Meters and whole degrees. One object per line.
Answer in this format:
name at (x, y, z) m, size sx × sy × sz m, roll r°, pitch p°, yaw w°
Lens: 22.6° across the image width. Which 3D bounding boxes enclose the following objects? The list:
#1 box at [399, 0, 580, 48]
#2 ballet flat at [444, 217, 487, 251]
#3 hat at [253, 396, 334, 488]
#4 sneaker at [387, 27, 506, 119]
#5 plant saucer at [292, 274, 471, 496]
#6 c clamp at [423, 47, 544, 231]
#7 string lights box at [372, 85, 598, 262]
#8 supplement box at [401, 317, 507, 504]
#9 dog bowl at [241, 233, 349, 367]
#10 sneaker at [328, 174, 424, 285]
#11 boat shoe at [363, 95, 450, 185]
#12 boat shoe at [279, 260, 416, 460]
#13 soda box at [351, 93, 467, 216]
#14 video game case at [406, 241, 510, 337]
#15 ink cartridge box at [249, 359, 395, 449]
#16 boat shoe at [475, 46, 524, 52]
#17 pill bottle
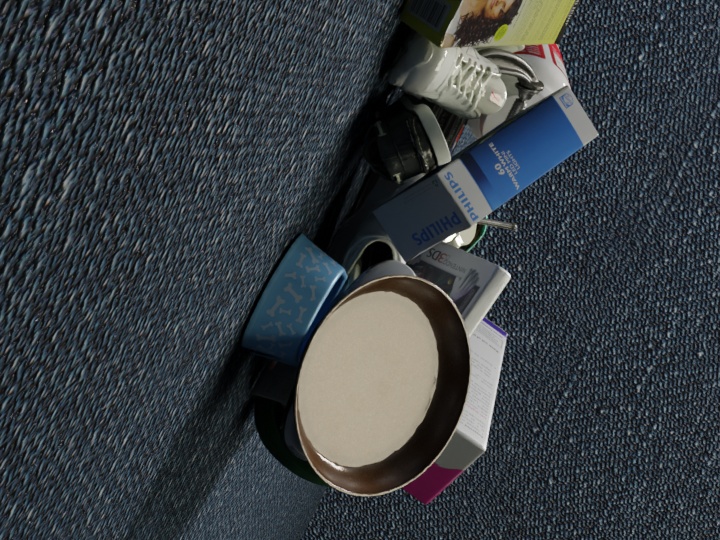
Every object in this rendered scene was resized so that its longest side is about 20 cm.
box at (0.117, -0.231, 1.514) m, size 0.200 × 0.050 × 0.075 m, roll -14°, pitch 135°, yaw -54°
ballet flat at (0.066, -0.016, 1.892) m, size 0.200 × 0.067 × 0.070 m, roll -44°, pitch -168°, yaw -34°
hat at (-0.047, 0.201, 1.910) m, size 0.200 × 0.166 × 0.176 m, roll -55°, pitch 172°, yaw -47°
sneaker at (0.084, -0.176, 1.576) m, size 0.078 × 0.099 × 0.200 m, roll -62°, pitch 175°, yaw 7°
plant saucer at (0.015, 0.100, 1.591) m, size 0.032 × 0.200 × 0.200 m, roll 16°, pitch -107°, yaw 51°
c clamp at (0.119, -0.127, 1.755) m, size 0.171 × 0.027 × 0.200 m, roll -1°, pitch 125°, yaw -37°
string lights box at (0.116, -0.089, 1.636) m, size 0.200 × 0.059 × 0.103 m, roll -35°, pitch -176°, yaw -39°
supplement box at (0.072, 0.124, 1.832) m, size 0.101 × 0.103 × 0.200 m, roll -47°, pitch -164°, yaw 32°
dog bowl at (-0.054, 0.034, 1.605) m, size 0.112 × 0.050 × 0.200 m, roll -61°, pitch 174°, yaw -5°
sneaker at (0.000, 0.000, 1.732) m, size 0.200 × 0.074 × 0.116 m, roll 116°, pitch -2°, yaw -48°
boat shoe at (0.031, -0.114, 1.613) m, size 0.060 × 0.076 × 0.200 m, roll -22°, pitch -179°, yaw -5°
boat shoe at (-0.015, 0.081, 1.635) m, size 0.200 × 0.070 × 0.066 m, roll -65°, pitch -162°, yaw -11°
soda box at (0.056, -0.117, 1.813) m, size 0.200 × 0.063 × 0.071 m, roll -64°, pitch 175°, yaw 31°
video game case at (0.044, 0.063, 1.760) m, size 0.200 × 0.023 × 0.182 m, roll -56°, pitch -154°, yaw -4°
ink cartridge box at (-0.017, 0.099, 1.725) m, size 0.200 × 0.050 × 0.109 m, roll 9°, pitch -114°, yaw 57°
boat shoe at (0.117, -0.240, 1.730) m, size 0.202 × 0.072 × 0.060 m, roll -11°, pitch 93°, yaw -83°
pill bottle at (0.161, -0.190, 1.875) m, size 0.200 × 0.112 × 0.112 m, roll -92°, pitch -156°, yaw -59°
